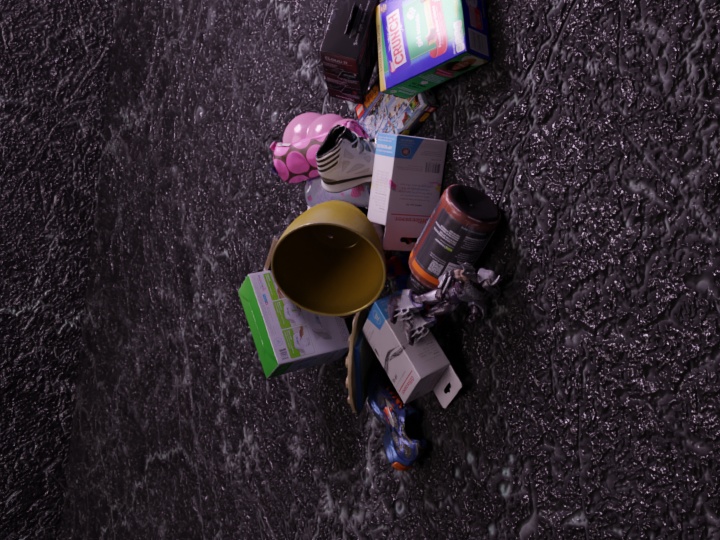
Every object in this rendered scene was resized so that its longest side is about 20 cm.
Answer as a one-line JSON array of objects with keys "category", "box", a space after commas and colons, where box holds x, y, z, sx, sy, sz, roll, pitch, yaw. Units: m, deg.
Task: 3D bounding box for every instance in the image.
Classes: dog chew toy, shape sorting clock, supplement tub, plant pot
[{"category": "dog chew toy", "box": [-0.068, -0.268, 1.850, 0.199, 0.124, 0.126, 2, 90, 43]}, {"category": "shape sorting clock", "box": [-0.002, 0.168, 1.694, 0.039, 0.200, 0.202, 4, 93, 15]}, {"category": "supplement tub", "box": [0.148, -0.038, 1.505, 0.201, 0.106, 0.107, -62, 41, 35]}, {"category": "plant pot", "box": [-0.046, -0.042, 1.569, 0.143, 0.198, 0.201, -79, 15, -51]}]

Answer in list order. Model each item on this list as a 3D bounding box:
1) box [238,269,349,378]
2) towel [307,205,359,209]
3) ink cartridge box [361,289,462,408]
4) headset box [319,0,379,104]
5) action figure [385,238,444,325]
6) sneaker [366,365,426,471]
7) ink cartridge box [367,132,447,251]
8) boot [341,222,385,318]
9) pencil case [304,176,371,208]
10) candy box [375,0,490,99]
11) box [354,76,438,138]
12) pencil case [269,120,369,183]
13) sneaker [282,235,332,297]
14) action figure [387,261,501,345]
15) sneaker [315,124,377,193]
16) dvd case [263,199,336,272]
[{"category": "box", "box": [-0.134, 0.097, 1.847, 0.097, 0.175, 0.202, -47, 60, 57]}, {"category": "towel", "box": [-0.066, -0.090, 1.914, 0.191, 0.032, 0.201, 53, 132, 43]}, {"category": "ink cartridge box", "box": [0.087, 0.150, 1.564, 0.201, 0.066, 0.116, 59, 155, 21]}, {"category": "headset box", "box": [-0.015, -0.428, 1.677, 0.200, 0.074, 0.150, 77, -152, -73]}, {"category": "action figure", "box": [0.088, 0.005, 1.632, 0.200, 0.065, 0.100, 55, 146, 43]}, {"category": "sneaker", "box": [0.074, 0.265, 1.657, 0.078, 0.075, 0.201, -38, 59, 31]}, {"category": "ink cartridge box", "box": [0.080, -0.140, 1.606, 0.068, 0.114, 0.202, 21, 106, 56]}, {"category": "boot", "box": [0.000, 0.000, 1.714, 0.200, 0.064, 0.189, 172, 106, -75]}, {"category": "pencil case", "box": [-0.021, -0.160, 1.767, 0.199, 0.083, 0.091, 0, 120, 45]}, {"category": "candy box", "box": [0.121, -0.414, 1.555, 0.199, 0.077, 0.171, -17, 72, 45]}, {"category": "box", "box": [0.065, -0.312, 1.708, 0.200, 0.040, 0.138, -43, 55, 48]}, {"category": "pencil case", "box": [-0.078, -0.234, 1.748, 0.198, 0.091, 0.094, -14, 118, 29]}, {"category": "sneaker", "box": [-0.075, -0.015, 1.786, 0.083, 0.081, 0.201, 36, 90, 25]}, {"category": "action figure", "box": [0.145, 0.048, 1.457, 0.199, 0.130, 0.070, -26, 42, 30]}, {"category": "sneaker", "box": [0.012, -0.220, 1.630, 0.116, 0.199, 0.076, 70, 179, -50]}, {"category": "dvd case", "box": [-0.122, -0.064, 1.794, 0.016, 0.148, 0.200, 54, 159, 9]}]
